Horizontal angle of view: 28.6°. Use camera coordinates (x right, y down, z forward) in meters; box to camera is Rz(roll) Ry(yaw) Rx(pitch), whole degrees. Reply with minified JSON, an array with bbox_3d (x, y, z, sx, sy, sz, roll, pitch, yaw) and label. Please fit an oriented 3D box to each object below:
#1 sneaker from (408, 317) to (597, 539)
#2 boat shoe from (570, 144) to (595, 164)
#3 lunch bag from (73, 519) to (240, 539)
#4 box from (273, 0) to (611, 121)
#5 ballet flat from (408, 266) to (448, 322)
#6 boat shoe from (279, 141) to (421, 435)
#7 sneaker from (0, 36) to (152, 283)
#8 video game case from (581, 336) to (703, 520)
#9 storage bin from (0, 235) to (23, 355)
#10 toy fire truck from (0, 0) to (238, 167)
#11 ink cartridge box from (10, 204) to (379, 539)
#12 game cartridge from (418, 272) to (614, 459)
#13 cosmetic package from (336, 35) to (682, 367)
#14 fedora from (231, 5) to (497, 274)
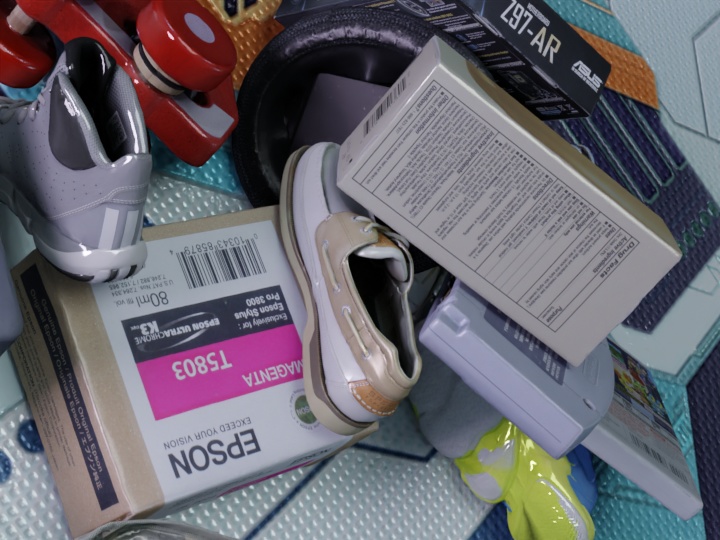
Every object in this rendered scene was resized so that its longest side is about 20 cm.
[{"bbox_3d":[0.106,0.114,1.032,0.201,0.076,0.105,59,28,-1],"label":"sneaker"},{"bbox_3d":[0.136,-0.066,1.035,0.072,0.200,0.073,-10,77,3],"label":"boat shoe"},{"bbox_3d":[-0.107,0.204,0.730,0.199,0.164,0.118,22,54,-30],"label":"lunch bag"},{"bbox_3d":[0.055,-0.164,1.011,0.160,0.200,0.044,35,72,-31],"label":"box"},{"bbox_3d":[0.039,-0.015,1.031,0.072,0.072,0.200,47,48,-11],"label":"ballet flat"},{"bbox_3d":[0.000,0.000,0.888,0.075,0.068,0.201,18,52,-43],"label":"boat shoe"},{"bbox_3d":[-0.179,-0.091,0.800,0.200,0.116,0.075,37,34,27],"label":"sneaker"},{"bbox_3d":[0.164,0.078,1.063,0.200,0.023,0.183,36,22,-20],"label":"video game case"},{"bbox_3d":[-0.262,-0.014,0.731,0.145,0.134,0.201,-6,72,-41],"label":"storage bin"},{"bbox_3d":[-0.154,-0.164,0.925,0.200,0.112,0.168,44,27,-11],"label":"toy fire truck"},{"bbox_3d":[-0.104,0.056,0.870,0.199,0.075,0.165,-14,77,-44],"label":"ink cartridge box"},{"bbox_3d":[0.110,0.046,0.941,0.133,0.041,0.200,37,22,-1],"label":"game cartridge"},{"bbox_3d":[0.092,-0.043,0.893,0.200,0.105,0.071,38,19,-14],"label":"cosmetic package"},{"bbox_3d":[0.014,-0.091,0.994,0.201,0.200,0.092,62,18,3],"label":"fedora"}]
